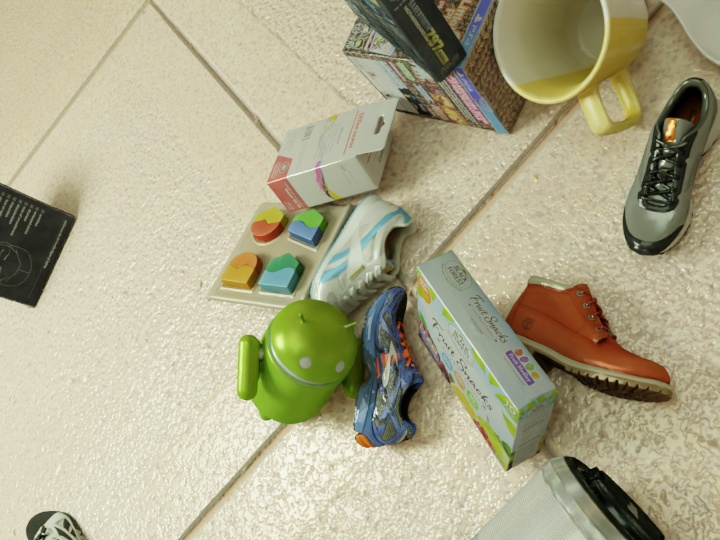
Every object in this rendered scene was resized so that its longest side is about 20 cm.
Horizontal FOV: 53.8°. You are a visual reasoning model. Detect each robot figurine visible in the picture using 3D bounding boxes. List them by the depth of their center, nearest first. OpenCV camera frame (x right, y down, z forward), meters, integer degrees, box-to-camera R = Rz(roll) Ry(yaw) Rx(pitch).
[{"bbox_3d":[-0.077,0.116,0.903,0.201,0.173,0.117,-56,38,43],"label":"robot figurine"}]

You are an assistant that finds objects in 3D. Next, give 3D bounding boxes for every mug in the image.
[{"bbox_3d":[0.257,-0.263,0.833,0.148,0.152,0.190,18,118,42],"label":"mug"}]

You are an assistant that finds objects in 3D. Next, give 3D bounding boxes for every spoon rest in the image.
[{"bbox_3d":[0.391,-0.293,0.811,0.199,0.060,0.100,38,94,39],"label":"spoon rest"}]

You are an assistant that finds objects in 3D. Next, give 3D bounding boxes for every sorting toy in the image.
[{"bbox_3d":[-0.122,-0.030,1.034,0.197,0.037,0.187,2,54,36],"label":"sorting toy"}]

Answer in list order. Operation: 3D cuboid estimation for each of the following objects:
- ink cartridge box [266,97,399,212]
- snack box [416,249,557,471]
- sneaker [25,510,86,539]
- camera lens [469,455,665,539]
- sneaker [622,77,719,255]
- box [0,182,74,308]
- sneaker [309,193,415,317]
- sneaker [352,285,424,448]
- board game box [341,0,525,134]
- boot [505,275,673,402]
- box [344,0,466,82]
[{"bbox_3d":[-0.026,-0.165,1.017,0.197,0.068,0.118,-11,46,31],"label":"ink cartridge box"},{"bbox_3d":[0.130,0.098,0.779,0.052,0.143,0.201,-23,53,-14],"label":"snack box"},{"bbox_3d":[-0.481,0.428,1.099,0.198,0.088,0.075,15,81,38],"label":"sneaker"},{"bbox_3d":[0.182,0.289,0.658,0.200,0.159,0.160,-47,53,9],"label":"camera lens"},{"bbox_3d":[0.331,-0.114,0.769,0.073,0.079,0.203,17,83,35],"label":"sneaker"},{"bbox_3d":[-0.698,-0.061,1.369,0.123,0.196,0.203,18,82,38],"label":"box"},{"bbox_3d":[0.000,0.000,0.951,0.080,0.076,0.202,28,91,33],"label":"sneaker"},{"bbox_3d":[0.045,0.120,0.884,0.077,0.075,0.204,1,78,21],"label":"sneaker"},{"bbox_3d":[0.105,-0.276,0.934,0.198,0.159,0.098,21,83,37],"label":"board game box"},{"bbox_3d":[0.245,0.069,0.761,0.198,0.075,0.109,21,79,39],"label":"boot"},{"bbox_3d":[0.020,-0.319,0.810,0.051,0.157,0.200,-46,52,8],"label":"box"}]
